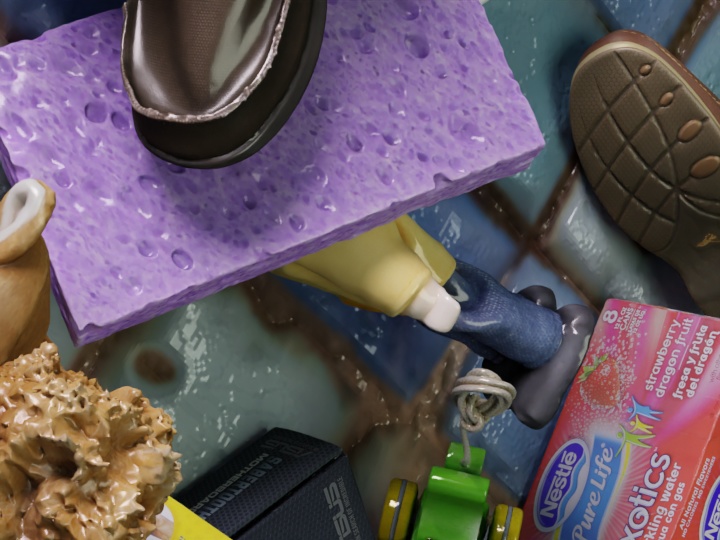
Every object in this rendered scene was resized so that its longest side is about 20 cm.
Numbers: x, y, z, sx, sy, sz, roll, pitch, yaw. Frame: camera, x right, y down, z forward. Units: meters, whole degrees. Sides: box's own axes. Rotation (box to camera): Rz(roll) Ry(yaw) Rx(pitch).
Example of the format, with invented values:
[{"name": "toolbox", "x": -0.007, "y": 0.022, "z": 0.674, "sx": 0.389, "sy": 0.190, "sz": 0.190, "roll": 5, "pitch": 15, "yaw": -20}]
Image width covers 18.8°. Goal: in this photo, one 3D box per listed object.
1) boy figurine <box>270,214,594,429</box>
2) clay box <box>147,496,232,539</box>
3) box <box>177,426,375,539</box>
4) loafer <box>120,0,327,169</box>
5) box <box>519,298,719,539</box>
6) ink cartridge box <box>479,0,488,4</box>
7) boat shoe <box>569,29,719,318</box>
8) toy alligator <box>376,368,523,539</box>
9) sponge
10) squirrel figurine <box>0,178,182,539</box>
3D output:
[{"name": "boy figurine", "x": 0.000, "y": 0.000, "z": 0.886, "sx": 0.199, "sy": 0.124, "sz": 0.065, "roll": 23, "pitch": 93, "yaw": -25}, {"name": "clay box", "x": -0.119, "y": 0.116, "z": 0.760, "sx": 0.115, "sy": 0.200, "sz": 0.048, "roll": -43, "pitch": 149, "yaw": -28}, {"name": "box", "x": -0.048, "y": 0.192, "z": 0.921, "sx": 0.157, "sy": 0.051, "sz": 0.201, "roll": -34, "pitch": 120, "yaw": -32}, {"name": "loafer", "x": -0.049, "y": -0.136, "z": 0.775, "sx": 0.071, "sy": 0.073, "sz": 0.201, "roll": 44, "pitch": 54, "yaw": -67}, {"name": "box", "x": 0.144, "y": 0.126, "z": 1.056, "sx": 0.100, "sy": 0.095, "sz": 0.201, "roll": 32, "pitch": 76, "yaw": -42}, {"name": "ink cartridge box", "x": 0.018, "y": -0.201, "z": 0.912, "sx": 0.200, "sy": 0.043, "sz": 0.199, "roll": -33, "pitch": 119, "yaw": -32}, {"name": "boat shoe", "x": 0.166, "y": -0.045, "z": 1.074, "sx": 0.200, "sy": 0.072, "sz": 0.068, "roll": 49, "pitch": 32, "yaw": -29}, {"name": "toy alligator", "x": 0.037, "y": 0.116, "z": 0.928, "sx": 0.200, "sy": 0.059, "sz": 0.054, "roll": 97, "pitch": 7, "yaw": -56}, {"name": "sponge", "x": -0.038, "y": -0.058, "z": 0.825, "sx": 0.199, "sy": 0.030, "sz": 0.112, "roll": -22, "pitch": 80, "yaw": -20}, {"name": "squirrel figurine", "x": -0.147, "y": 0.058, "z": 0.707, "sx": 0.187, "sy": 0.199, "sz": 0.142, "roll": -45, "pitch": 152, "yaw": -40}]
